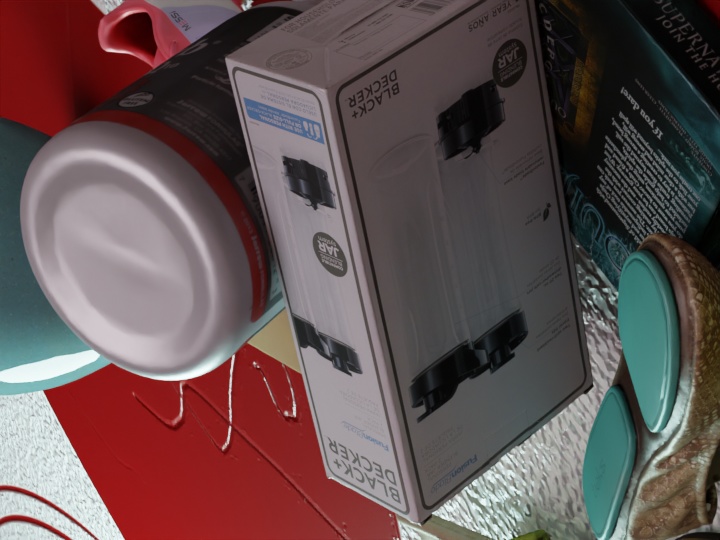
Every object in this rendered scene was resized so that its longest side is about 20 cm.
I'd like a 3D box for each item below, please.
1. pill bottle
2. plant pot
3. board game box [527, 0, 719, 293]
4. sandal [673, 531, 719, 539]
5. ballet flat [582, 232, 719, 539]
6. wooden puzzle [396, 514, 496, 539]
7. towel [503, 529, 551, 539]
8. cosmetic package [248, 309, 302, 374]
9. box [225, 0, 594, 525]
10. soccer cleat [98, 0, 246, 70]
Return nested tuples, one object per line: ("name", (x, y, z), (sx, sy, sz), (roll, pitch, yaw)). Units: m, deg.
("pill bottle", (-0.046, -0.048, 0.847), (0.115, 0.200, 0.117), (18, 127, 26))
("plant pot", (-0.222, 0.001, 1.372), (0.134, 0.201, 0.201), (12, 134, 19))
("board game box", (0.083, -0.087, 0.772), (0.201, 0.028, 0.136), (54, 156, 22))
("sandal", (0.166, 0.143, 0.797), (0.082, 0.054, 0.200), (66, 158, -4))
("ballet flat", (0.130, 0.046, 0.761), (0.201, 0.065, 0.071), (93, 166, -59))
("wooden puzzle", (0.110, 0.216, 1.019), (0.185, 0.046, 0.201), (10, 128, 64))
("towel", (0.085, 0.202, 0.963), (0.144, 0.023, 0.200), (59, 158, 6))
("cosmetic package", (0.000, 0.000, 0.952), (0.200, 0.105, 0.072), (25, 137, 59))
("box", (0.025, -0.014, 0.779), (0.060, 0.116, 0.201), (20, 134, 43))
("soccer cleat", (-0.066, -0.105, 1.020), (0.200, 0.076, 0.067), (39, 147, 47))
